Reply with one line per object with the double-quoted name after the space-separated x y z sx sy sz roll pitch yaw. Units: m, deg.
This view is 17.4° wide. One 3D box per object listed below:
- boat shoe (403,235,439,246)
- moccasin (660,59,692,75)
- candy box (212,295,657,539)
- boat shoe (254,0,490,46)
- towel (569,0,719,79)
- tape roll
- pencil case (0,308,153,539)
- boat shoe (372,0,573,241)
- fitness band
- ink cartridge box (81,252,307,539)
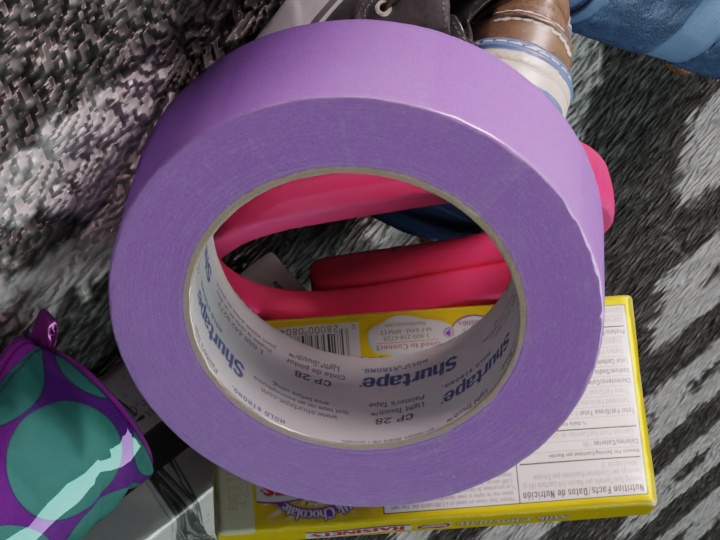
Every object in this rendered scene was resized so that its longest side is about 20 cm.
0.053 -0.007 1.188 0.062 0.072 0.200 -59 -177 32 "boat shoe"
0.232 -0.175 1.222 0.201 0.078 0.074 -44 161 12 "moccasin"
0.031 0.068 1.083 0.200 0.102 0.026 -4 162 -1 "candy box"
0.029 -0.111 0.986 0.200 0.066 0.070 -43 160 -1 "boat shoe"
0.176 -0.142 1.131 0.200 0.049 0.112 12 127 -39 "towel"
0.000 0.000 0.967 0.200 0.200 0.066 -56 -165 31 "tape roll"
-0.188 0.112 1.000 0.200 0.085 0.092 -38 117 -15 "pencil case"
0.054 -0.072 1.090 0.200 0.072 0.072 -39 -153 63 "boat shoe"
0.015 -0.015 1.055 0.200 0.037 0.144 -10 158 10 "fitness band"
-0.095 0.104 1.163 0.200 0.084 0.144 -36 160 -16 "ink cartridge box"
